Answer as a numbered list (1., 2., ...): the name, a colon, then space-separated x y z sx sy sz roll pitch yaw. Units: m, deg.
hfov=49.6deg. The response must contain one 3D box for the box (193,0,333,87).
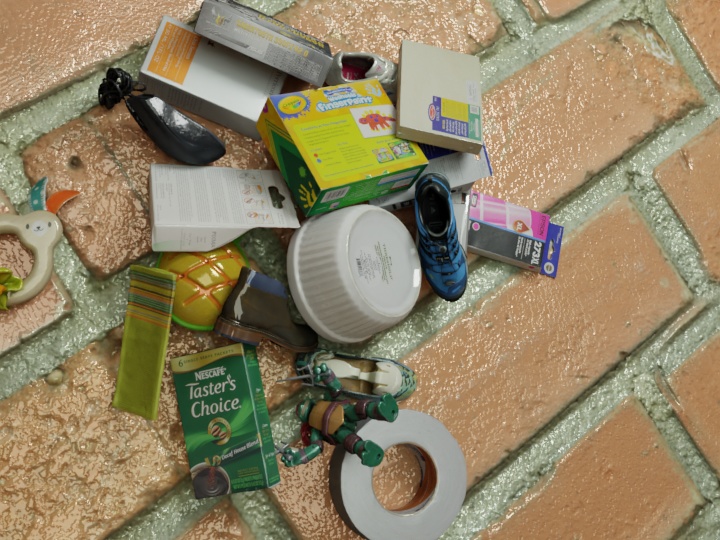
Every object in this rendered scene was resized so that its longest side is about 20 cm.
1. box: -0.142 -0.348 1.166 0.199 0.159 0.049 21 110 -12

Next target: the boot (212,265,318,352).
1. boot: -0.113 0.057 1.097 0.199 0.074 0.098 16 93 -55

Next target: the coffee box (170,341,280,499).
1. coffee box: -0.189 0.206 1.080 0.122 0.044 0.202 -13 83 18

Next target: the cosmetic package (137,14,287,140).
1. cosmetic package: -0.222 -0.287 1.173 0.199 0.071 0.102 21 75 -14

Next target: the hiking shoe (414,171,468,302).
1. hiking shoe: 0.113 -0.044 1.157 0.074 0.087 0.202 -12 101 13

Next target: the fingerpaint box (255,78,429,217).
1. fingerpaint box: -0.027 -0.184 1.145 0.199 0.073 0.168 -19 71 -34

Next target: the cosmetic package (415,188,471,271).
1. cosmetic package: 0.134 -0.099 1.250 0.082 0.051 0.202 3 78 13

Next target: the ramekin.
1. ramekin: 0.000 0.000 1.133 0.199 0.105 0.202 17 66 -43

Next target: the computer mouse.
1. computer mouse: -0.288 -0.205 1.119 0.199 0.138 0.053 32 75 -23

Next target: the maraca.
1. maraca: -0.221 -0.007 1.109 0.136 0.107 0.201 10 60 -18

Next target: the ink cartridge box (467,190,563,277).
1. ink cartridge box: 0.257 -0.060 1.307 0.199 0.037 0.095 16 76 -17

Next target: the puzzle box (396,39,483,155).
1. puzzle box: 0.121 -0.270 1.201 0.132 0.025 0.201 11 54 -9

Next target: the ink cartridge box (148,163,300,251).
1. ink cartridge box: -0.199 -0.090 1.110 0.198 0.050 0.161 2 37 -19

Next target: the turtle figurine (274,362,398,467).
1. turtle figurine: -0.045 0.207 1.100 0.100 0.199 0.151 14 83 -50

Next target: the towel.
1. towel: -0.295 0.096 1.057 0.018 0.086 0.202 5 94 -55

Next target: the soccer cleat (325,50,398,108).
1. soccer cleat: 0.038 -0.305 1.250 0.198 0.086 0.070 6 79 -19

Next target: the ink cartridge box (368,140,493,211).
1. ink cartridge box: 0.102 -0.160 1.224 0.198 0.039 0.100 -14 74 8

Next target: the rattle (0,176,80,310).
1. rattle: -0.455 -0.051 1.025 0.130 0.143 0.200 38 77 11

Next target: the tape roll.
1. tape roll: 0.056 0.308 1.160 0.199 0.066 0.202 3 80 -17

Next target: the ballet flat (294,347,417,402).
1. ballet flat: 0.001 0.159 1.168 0.198 0.074 0.075 9 78 -16
